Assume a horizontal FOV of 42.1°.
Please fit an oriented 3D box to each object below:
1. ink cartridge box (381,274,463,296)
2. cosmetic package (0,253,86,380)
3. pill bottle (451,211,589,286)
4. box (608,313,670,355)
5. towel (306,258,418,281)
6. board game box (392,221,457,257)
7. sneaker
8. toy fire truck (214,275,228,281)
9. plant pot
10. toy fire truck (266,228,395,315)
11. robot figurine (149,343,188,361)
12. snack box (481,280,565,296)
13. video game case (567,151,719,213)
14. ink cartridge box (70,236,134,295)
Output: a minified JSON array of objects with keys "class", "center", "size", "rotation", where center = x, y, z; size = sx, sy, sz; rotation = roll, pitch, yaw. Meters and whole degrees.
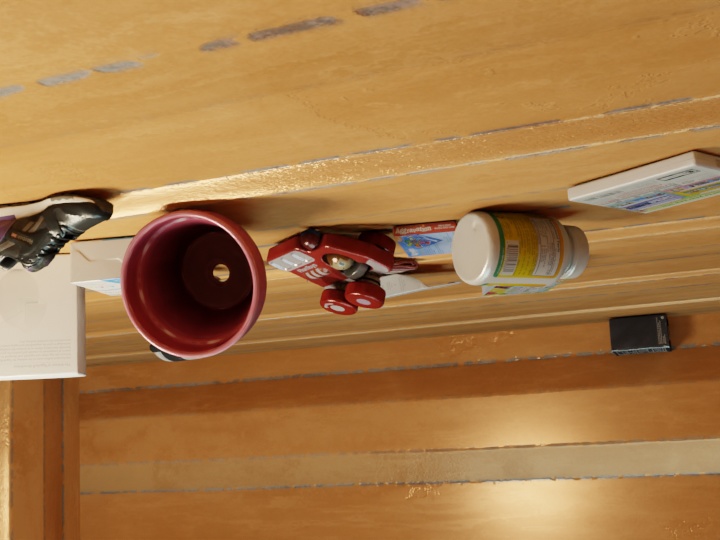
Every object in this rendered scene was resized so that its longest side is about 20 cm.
[{"class":"ink cartridge box","center":[0.105,0.024,1.932],"size":[0.198,0.058,0.163],"rotation":[-16,177,2]},{"class":"cosmetic package","center":[-0.572,0.083,1.585],"size":[0.197,0.203,0.123],"rotation":[-1,171,-11]},{"class":"pill bottle","center":[0.250,-0.032,1.442],"size":[0.198,0.114,0.113],"rotation":[1,170,-27]},{"class":"box","center":[0.983,0.227,3.290],"size":[0.196,0.125,0.200],"rotation":[-7,168,19]},{"class":"towel","center":[0.000,0.000,1.848],"size":[0.143,0.023,0.199],"rotation":[1,172,-36]},{"class":"board game box","center":[0.118,-0.051,1.571],"size":[0.102,0.020,0.200],"rotation":[-6,171,9]},{"class":"sneaker","center":[-0.401,-0.043,1.213],"size":[0.198,0.089,0.076],"rotation":[-8,170,25]},{"class":"toy fire truck","center":[-0.297,0.018,1.761],"size":[0.140,0.049,0.199],"rotation":[5,168,-43]},{"class":"plant pot","center":[-0.222,0.009,1.343],"size":[0.197,0.203,0.179],"rotation":[-4,-173,6]},{"class":"toy fire truck","center":[-0.045,-0.012,1.526],"size":[0.167,0.113,0.199],"rotation":[23,158,-27]},{"class":"robot figurine","center":[-0.459,0.170,2.432],"size":[0.198,0.126,0.150],"rotation":[-10,151,39]},{"class":"snack box","center":[0.337,0.012,1.938],"size":[0.140,0.054,0.200],"rotation":[-4,171,-4]},{"class":"video game case","center":[0.414,-0.116,1.263],"size":[0.181,0.022,0.199],"rotation":[4,168,-38]},{"class":"ink cartridge box","center":[-0.383,-0.002,1.544],"size":[0.114,0.069,0.200],"rotation":[-4,171,8]}]
